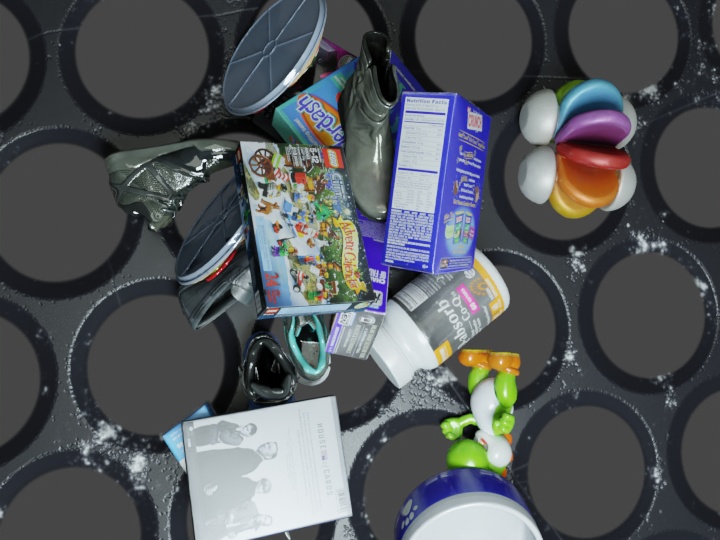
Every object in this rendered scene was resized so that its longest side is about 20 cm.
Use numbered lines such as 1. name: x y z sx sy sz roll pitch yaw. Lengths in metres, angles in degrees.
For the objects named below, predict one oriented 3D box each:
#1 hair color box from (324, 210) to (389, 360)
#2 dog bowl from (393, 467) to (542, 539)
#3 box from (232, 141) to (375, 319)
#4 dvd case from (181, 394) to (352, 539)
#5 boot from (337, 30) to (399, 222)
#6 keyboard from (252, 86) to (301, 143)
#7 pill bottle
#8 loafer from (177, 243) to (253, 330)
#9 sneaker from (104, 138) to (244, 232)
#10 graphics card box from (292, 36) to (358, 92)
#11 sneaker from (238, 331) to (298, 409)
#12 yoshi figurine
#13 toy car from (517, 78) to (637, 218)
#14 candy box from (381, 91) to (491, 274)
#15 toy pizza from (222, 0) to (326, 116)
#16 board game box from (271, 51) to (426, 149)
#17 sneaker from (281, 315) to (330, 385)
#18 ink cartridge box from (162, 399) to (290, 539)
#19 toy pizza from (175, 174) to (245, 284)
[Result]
1. hair color box: 0.000 0.000 0.944 0.063 0.110 0.204 10 51 -8
2. dog bowl: 0.144 0.373 0.958 0.194 0.079 0.205 -2 110 -4
3. box: -0.067 -0.050 0.827 0.134 0.038 0.205 -3 69 -27
4. dvd case: -0.115 0.247 0.883 0.195 0.025 0.154 -6 82 -18
5. boot: 0.017 -0.171 0.857 0.066 0.131 0.205 -8 73 -16
6. keyboard: -0.066 -0.163 1.008 0.198 0.021 0.128 33 116 -6
7. pill bottle: 0.102 0.064 0.993 0.199 0.116 0.117 -38 91 -9
8. loafer: -0.157 0.013 0.959 0.198 0.068 0.072 -30 69 14
9. sneaker: -0.245 -0.117 0.981 0.194 0.076 0.117 -12 89 -6
10. graphics card box: -0.036 -0.251 1.032 0.197 0.051 0.128 28 82 -4
11. sneaker: -0.118 0.184 0.955 0.075 0.111 0.205 -8 87 -8
12. yoshi figurine: 0.167 0.215 1.003 0.109 0.112 0.206 2 87 8
13. toy car: 0.327 -0.183 1.027 0.170 0.150 0.206 4 85 -7
14. candy box: 0.098 -0.104 0.879 0.075 0.168 0.206 10 95 24
15. toy pizza: -0.114 -0.293 0.971 0.032 0.198 0.203 34 81 -39
16. board game box: 0.003 -0.198 0.959 0.199 0.045 0.153 -38 83 -22
17. sneaker: -0.078 0.058 0.981 0.076 0.091 0.205 -16 88 -10
18. ink cartridge box: -0.175 0.276 0.936 0.067 0.116 0.202 -33 90 -12
19. toy pizza: -0.169 -0.061 0.928 0.032 0.199 0.202 39 81 -26
